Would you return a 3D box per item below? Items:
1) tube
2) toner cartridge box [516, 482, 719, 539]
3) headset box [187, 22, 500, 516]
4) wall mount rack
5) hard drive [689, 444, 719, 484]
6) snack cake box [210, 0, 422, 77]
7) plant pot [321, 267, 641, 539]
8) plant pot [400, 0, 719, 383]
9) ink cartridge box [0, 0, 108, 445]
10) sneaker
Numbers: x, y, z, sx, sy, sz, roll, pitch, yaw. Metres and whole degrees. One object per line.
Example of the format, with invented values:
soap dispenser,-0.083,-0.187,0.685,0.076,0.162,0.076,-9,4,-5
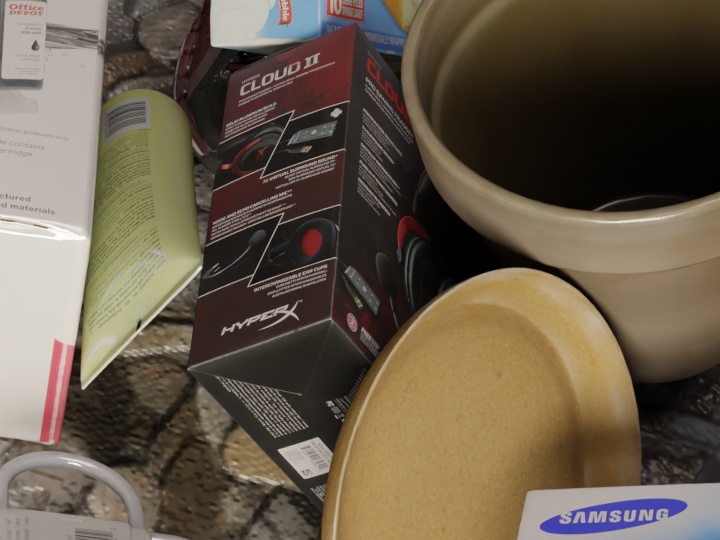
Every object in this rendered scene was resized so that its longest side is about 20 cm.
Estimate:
tube,-0.100,-0.020,0.984,0.051,0.059,0.200,0,27,-6
toner cartridge box,0.158,0.129,0.842,0.198,0.043,0.095,-5,35,17
headset box,0.000,0.000,0.973,0.074,0.149,0.201,-19,42,24
wall mount rack,-0.144,0.150,0.831,0.172,0.075,0.200,9,27,-14
hard drive,0.225,0.108,0.960,0.135,0.042,0.200,40,88,18
snack cake box,0.008,-0.161,1.082,0.067,0.116,0.199,2,1,33
plant pot,0.049,0.098,0.903,0.027,0.202,0.200,8,33,42
plant pot,0.130,-0.046,0.993,0.198,0.174,0.201,-7,51,8
ink cartridge box,-0.161,-0.047,0.967,0.084,0.146,0.201,8,48,-9
sneaker,-0.051,-0.148,1.111,0.075,0.116,0.201,7,48,-11
